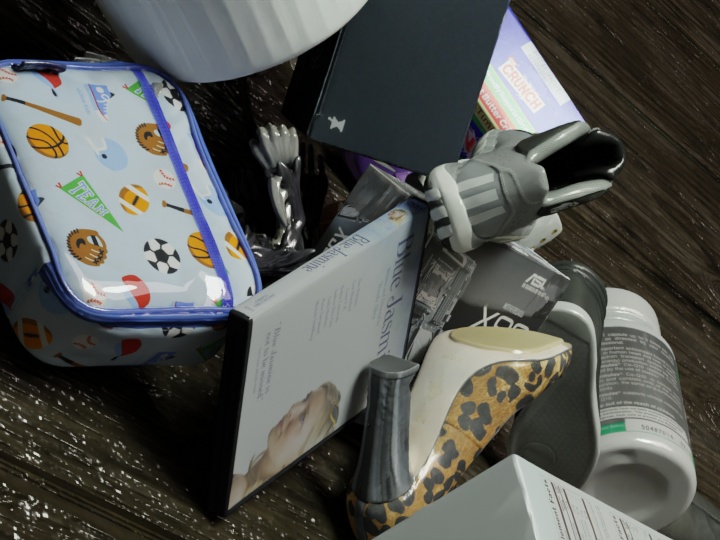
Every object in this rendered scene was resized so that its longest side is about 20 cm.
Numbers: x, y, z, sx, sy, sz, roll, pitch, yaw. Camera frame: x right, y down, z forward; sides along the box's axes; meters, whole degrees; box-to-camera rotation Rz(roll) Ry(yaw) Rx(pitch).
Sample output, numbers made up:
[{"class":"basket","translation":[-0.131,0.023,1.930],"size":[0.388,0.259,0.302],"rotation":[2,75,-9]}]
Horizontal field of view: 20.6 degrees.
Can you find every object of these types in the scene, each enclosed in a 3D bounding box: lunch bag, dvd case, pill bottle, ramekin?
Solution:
[{"class":"lunch bag","translation":[-0.148,-0.040,1.163],"size":[0.160,0.076,0.200],"rotation":[-1,57,-37]},{"class":"dvd case","translation":[-0.023,0.050,1.216],"size":[0.018,0.143,0.200],"rotation":[24,33,25]},{"class":"pill bottle","translation":[0.209,0.112,1.628],"size":[0.113,0.113,0.200],"rotation":[41,29,-28]},{"class":"ramekin","translation":[-0.081,-0.207,1.242],"size":[0.201,0.200,0.098],"rotation":[-91,163,-50]}]

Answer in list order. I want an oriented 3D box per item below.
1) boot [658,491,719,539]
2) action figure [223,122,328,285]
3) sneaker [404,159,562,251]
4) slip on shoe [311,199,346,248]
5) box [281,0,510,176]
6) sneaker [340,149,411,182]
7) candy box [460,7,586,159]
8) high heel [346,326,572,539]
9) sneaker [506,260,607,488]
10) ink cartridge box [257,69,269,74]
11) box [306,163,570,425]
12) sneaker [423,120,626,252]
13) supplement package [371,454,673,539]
[{"class":"boot","translation":[0.299,0.247,1.675],"size":[0.200,0.073,0.182],"rotation":[45,12,-37]},{"class":"action figure","translation":[-0.082,-0.036,1.290],"size":[0.200,0.119,0.102],"rotation":[-55,128,-74]},{"class":"sneaker","translation":[0.101,0.001,1.474],"size":[0.074,0.115,0.200],"rotation":[48,-29,48]},{"class":"slip on shoe","translation":[0.000,0.000,1.461],"size":[0.200,0.076,0.061],"rotation":[-85,179,-69]},{"class":"box","translation":[0.022,-0.157,1.397],"size":[0.107,0.149,0.200],"rotation":[17,7,-9]},{"class":"sneaker","translation":[0.052,-0.036,1.575],"size":[0.200,0.081,0.083],"rotation":[53,31,-4]},{"class":"candy box","translation":[0.098,-0.110,1.615],"size":[0.077,0.200,0.169],"rotation":[-30,84,-22]},{"class":"high heel","translation":[0.068,0.116,1.333],"size":[0.200,0.143,0.071],"rotation":[-10,22,-44]},{"class":"sneaker","translation":[0.155,0.080,1.507],"size":[0.099,0.071,0.200],"rotation":[-69,164,-52]},{"class":"ink cartridge box","translation":[-0.106,-0.268,1.517],"size":[0.200,0.075,0.165],"rotation":[61,2,15]},{"class":"box","translation":[0.036,0.033,1.358],"size":[0.200,0.158,0.050],"rotation":[26,10,-48]},{"class":"sneaker","translation":[0.126,-0.062,1.293],"size":[0.075,0.115,0.200],"rotation":[69,24,-6]},{"class":"supplement package","translation":[0.113,0.241,1.244],"size":[0.200,0.152,0.151],"rotation":[31,35,-43]}]
